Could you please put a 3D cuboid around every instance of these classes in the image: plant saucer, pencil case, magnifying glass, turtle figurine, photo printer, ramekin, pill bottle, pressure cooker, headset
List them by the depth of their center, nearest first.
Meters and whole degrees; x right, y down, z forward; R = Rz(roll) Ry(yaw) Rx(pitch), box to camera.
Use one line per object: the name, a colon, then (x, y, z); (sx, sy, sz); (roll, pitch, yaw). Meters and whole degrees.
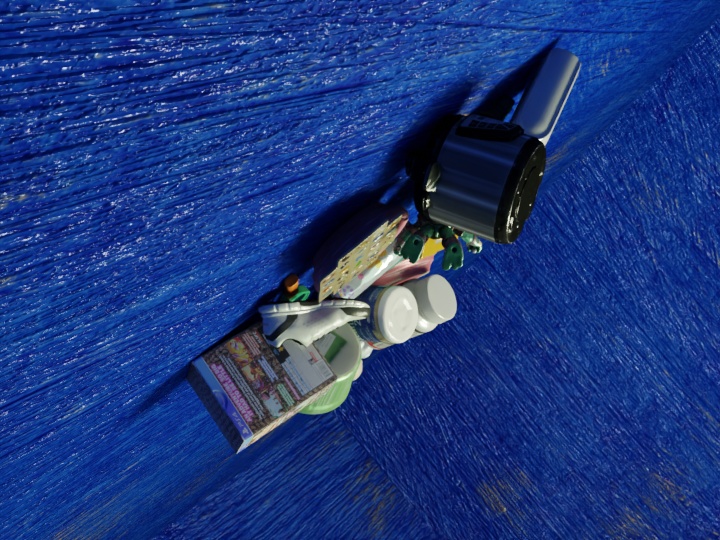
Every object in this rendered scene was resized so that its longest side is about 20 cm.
pressure cooker: (0.168, -0.147, 1.437); (0.179, 0.199, 0.176); (-61, 157, -21)
turtle figurine: (0.124, -0.060, 1.542); (0.148, 0.101, 0.200); (-6, -163, 9)
plant saucer: (-0.008, -0.044, 1.550); (0.200, 0.051, 0.201); (-41, 170, -9)
headset: (0.212, -0.213, 1.596); (0.200, 0.094, 0.124); (-51, 174, -21)
photo printer: (0.301, -0.263, 1.611); (0.201, 0.069, 0.167); (-63, 179, -22)
magnifying glass: (-0.123, 0.043, 1.628); (0.079, 0.022, 0.200); (-39, 173, -14)
pencil case: (0.019, -0.025, 1.701); (0.200, 0.083, 0.091); (-41, -176, -6)
ramekin: (-0.094, 0.162, 1.759); (0.200, 0.200, 0.098); (-33, 160, -44)
pill bottle: (0.006, 0.085, 1.842); (0.199, 0.112, 0.111); (0, -156, 42)
pill bottle: (0.092, 0.083, 1.917); (0.199, 0.115, 0.114); (-24, -177, 37)
plant saucer: (0.066, 0.006, 1.937); (0.199, 0.051, 0.201); (-20, 174, -2)

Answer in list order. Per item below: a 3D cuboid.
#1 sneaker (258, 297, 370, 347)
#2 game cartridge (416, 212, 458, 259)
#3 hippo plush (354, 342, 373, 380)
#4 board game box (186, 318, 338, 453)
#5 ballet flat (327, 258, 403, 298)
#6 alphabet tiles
sneaker: (-0.076, 0.087, 1.577); (0.198, 0.081, 0.074); (-5, 179, -21)
game cartridge: (0.152, -0.120, 1.701); (0.200, 0.032, 0.178); (-25, 128, -66)
hippo plush: (-0.081, 0.142, 2.003); (0.161, 0.198, 0.160); (56, 39, -62)
board game box: (-0.169, 0.185, 1.589); (0.199, 0.160, 0.097); (-30, 168, -25)
ballet flat: (0.000, 0.000, 1.779); (0.200, 0.068, 0.068); (-39, 169, -17)
alphabet tiles: (-0.003, -0.018, 1.465); (0.166, 0.006, 0.200); (-40, 170, -13)
